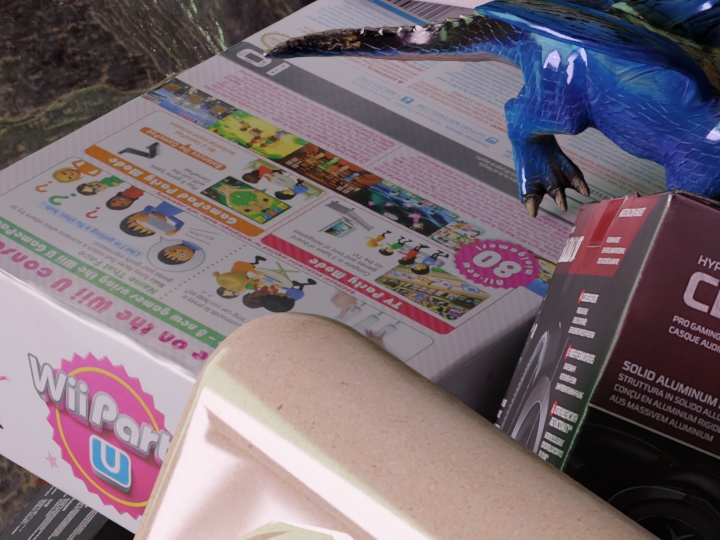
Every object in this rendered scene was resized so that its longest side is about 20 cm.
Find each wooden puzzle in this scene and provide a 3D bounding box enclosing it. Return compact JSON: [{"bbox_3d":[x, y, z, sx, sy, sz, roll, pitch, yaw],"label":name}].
[{"bbox_3d":[0.010,0.135,0.541,0.046,0.185,0.201,9,-71,-52],"label":"wooden puzzle"}]

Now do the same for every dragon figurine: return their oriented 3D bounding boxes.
[{"bbox_3d":[0.067,-0.059,0.731,0.059,0.199,0.100,-51,-27,-27],"label":"dragon figurine"}]

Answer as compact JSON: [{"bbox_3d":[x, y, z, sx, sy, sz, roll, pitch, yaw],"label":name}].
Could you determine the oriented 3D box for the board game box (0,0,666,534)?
[{"bbox_3d":[0.000,0.000,0.792,0.200,0.147,0.065,-31,-43,-42],"label":"board game box"}]

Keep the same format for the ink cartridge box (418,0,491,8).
[{"bbox_3d":[0.071,-0.148,0.811,0.085,0.199,0.146,50,-124,-56],"label":"ink cartridge box"}]

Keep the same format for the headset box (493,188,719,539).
[{"bbox_3d":[0.062,0.069,0.653,0.149,0.077,0.201,175,118,-87],"label":"headset box"}]

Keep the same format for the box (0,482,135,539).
[{"bbox_3d":[-0.065,0.134,1.093,0.200,0.043,0.161,-50,-51,-51],"label":"box"}]
